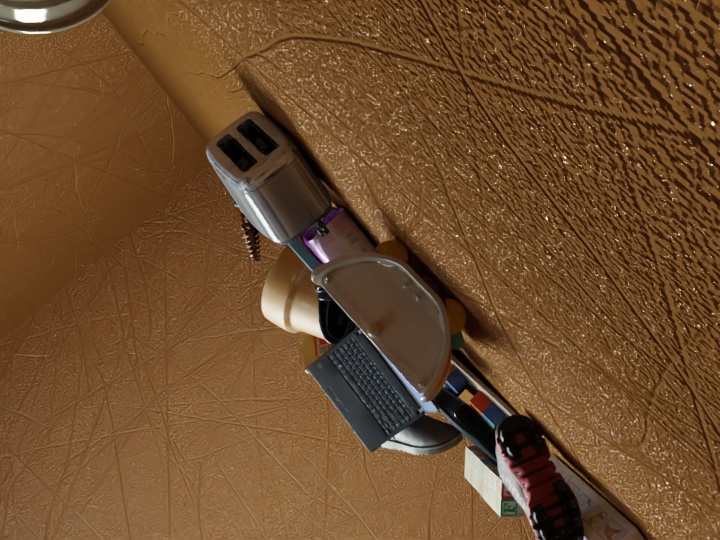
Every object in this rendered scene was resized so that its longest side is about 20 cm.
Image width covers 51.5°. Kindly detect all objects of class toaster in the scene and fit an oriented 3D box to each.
[{"bbox_3d":[-0.127,-0.127,1.027,0.200,0.114,0.129,47,173,43],"label":"toaster"}]

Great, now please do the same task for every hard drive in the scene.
[{"bbox_3d":[0.177,0.256,1.289,0.140,0.033,0.200,47,174,-15],"label":"hard drive"}]

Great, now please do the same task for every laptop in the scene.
[{"bbox_3d":[0.013,0.181,1.158,0.177,0.200,0.103,53,-154,7],"label":"laptop"}]

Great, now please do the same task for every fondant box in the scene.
[{"bbox_3d":[0.336,0.366,1.058,0.144,0.058,0.200,51,174,-25],"label":"fondant box"}]

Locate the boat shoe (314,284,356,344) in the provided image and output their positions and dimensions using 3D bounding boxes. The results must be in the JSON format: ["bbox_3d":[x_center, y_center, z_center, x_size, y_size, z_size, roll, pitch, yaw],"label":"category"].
[{"bbox_3d":[-0.035,0.029,1.224,0.075,0.200,0.062,6,-164,13],"label":"boat shoe"}]

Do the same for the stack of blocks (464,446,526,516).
[{"bbox_3d":[0.259,0.351,1.260,0.200,0.115,0.059,-163,75,-81],"label":"stack of blocks"}]

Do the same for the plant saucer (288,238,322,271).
[{"bbox_3d":[-0.074,-0.012,1.121,0.200,0.019,0.070,48,176,26],"label":"plant saucer"}]

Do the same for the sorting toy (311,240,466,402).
[{"bbox_3d":[0.061,0.056,0.922,0.200,0.107,0.180,47,-178,18],"label":"sorting toy"}]

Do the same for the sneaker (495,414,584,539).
[{"bbox_3d":[0.243,0.301,1.029,0.098,0.071,0.201,86,163,-64],"label":"sneaker"}]

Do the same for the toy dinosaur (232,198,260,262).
[{"bbox_3d":[-0.163,-0.111,1.310,0.102,0.136,0.200,13,-105,-72],"label":"toy dinosaur"}]

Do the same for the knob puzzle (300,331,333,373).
[{"bbox_3d":[-0.014,0.110,1.426,0.220,0.220,0.030,44,159,46],"label":"knob puzzle"}]

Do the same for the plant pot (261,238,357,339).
[{"bbox_3d":[-0.046,0.048,1.355,0.183,0.200,0.200,30,169,21],"label":"plant pot"}]

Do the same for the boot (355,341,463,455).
[{"bbox_3d":[0.067,0.200,1.234,0.182,0.073,0.200,-7,101,38],"label":"boot"}]

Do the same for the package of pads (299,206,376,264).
[{"bbox_3d":[0.000,0.000,1.110,0.200,0.076,0.121,50,173,-14],"label":"package of pads"}]

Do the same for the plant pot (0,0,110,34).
[{"bbox_3d":[-0.324,-0.354,0.695,0.200,0.200,0.183,49,164,-4],"label":"plant pot"}]

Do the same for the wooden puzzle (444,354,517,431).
[{"bbox_3d":[0.184,0.204,1.230,0.200,0.046,0.185,47,176,20],"label":"wooden puzzle"}]
